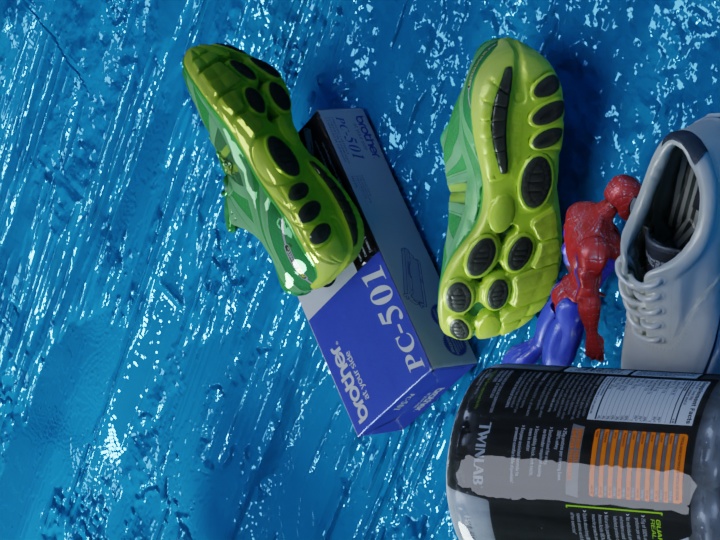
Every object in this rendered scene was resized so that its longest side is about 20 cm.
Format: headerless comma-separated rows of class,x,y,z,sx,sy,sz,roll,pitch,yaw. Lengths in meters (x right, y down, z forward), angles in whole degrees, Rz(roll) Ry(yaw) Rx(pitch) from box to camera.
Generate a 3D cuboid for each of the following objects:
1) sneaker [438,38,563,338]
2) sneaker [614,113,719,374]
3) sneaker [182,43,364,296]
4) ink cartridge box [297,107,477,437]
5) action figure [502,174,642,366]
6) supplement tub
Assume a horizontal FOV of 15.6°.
sneaker,0.088,-0.050,1.633,0.084,0.074,0.201,-107,23,-63
sneaker,0.177,0.004,1.531,0.073,0.071,0.201,28,117,44
sneaker,-0.073,-0.068,1.743,0.084,0.074,0.201,-50,57,36
ink cartridge box,0.000,0.000,1.756,0.094,0.044,0.201,-44,62,43
action figure,0.126,0.026,1.585,0.066,0.051,0.201,-94,19,-55
supplement tub,0.160,0.117,1.497,0.199,0.122,0.123,3,97,27
